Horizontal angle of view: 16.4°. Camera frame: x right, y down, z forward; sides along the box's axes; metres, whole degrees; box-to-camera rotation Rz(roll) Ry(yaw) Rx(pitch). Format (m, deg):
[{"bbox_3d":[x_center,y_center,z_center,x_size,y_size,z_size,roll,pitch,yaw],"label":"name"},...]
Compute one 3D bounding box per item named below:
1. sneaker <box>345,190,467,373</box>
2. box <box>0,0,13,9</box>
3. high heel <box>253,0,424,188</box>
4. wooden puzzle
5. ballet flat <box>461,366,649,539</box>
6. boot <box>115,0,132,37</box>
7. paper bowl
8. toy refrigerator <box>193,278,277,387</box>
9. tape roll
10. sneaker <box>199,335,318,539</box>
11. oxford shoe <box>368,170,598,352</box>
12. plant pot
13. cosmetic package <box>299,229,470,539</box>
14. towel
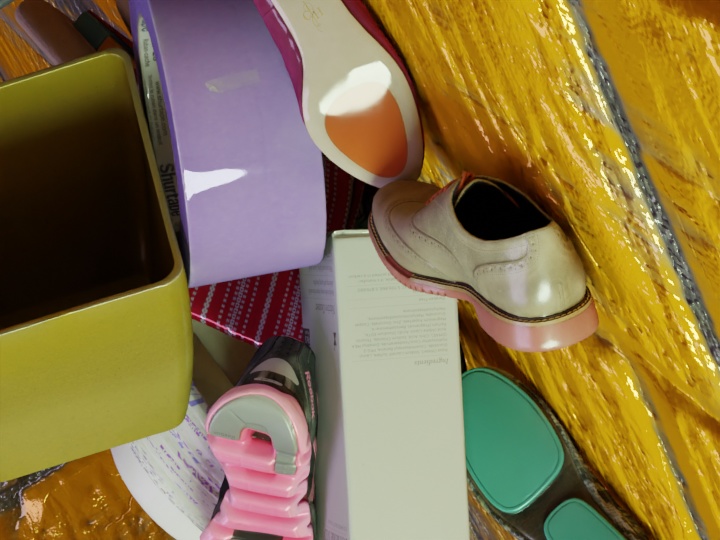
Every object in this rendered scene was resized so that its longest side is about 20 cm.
[{"bbox_3d":[0.000,0.000,1.636,0.200,0.074,0.088,52,164,29],"label":"sneaker"},{"bbox_3d":[-0.172,-0.235,1.426,0.105,0.181,0.200,58,170,-11],"label":"box"},{"bbox_3d":[-0.019,-0.140,1.401,0.096,0.067,0.201,-95,-20,-60],"label":"high heel"},{"bbox_3d":[-0.141,-0.123,1.826,0.199,0.037,0.185,28,-167,-44],"label":"wooden puzzle"},{"bbox_3d":[0.120,0.146,1.534,0.201,0.072,0.072,53,169,29],"label":"ballet flat"},{"bbox_3d":[-0.117,-0.168,1.717,0.176,0.066,0.200,58,173,12],"label":"boot"},{"bbox_3d":[-0.094,0.118,1.732,0.200,0.104,0.201,38,-157,-19],"label":"paper bowl"},{"bbox_3d":[-0.058,0.034,1.692,0.070,0.076,0.201,-46,73,33],"label":"toy refrigerator"},{"bbox_3d":[-0.082,-0.095,1.506,0.200,0.084,0.202,170,90,-82],"label":"tape roll"},{"bbox_3d":[-0.055,0.123,1.570,0.096,0.078,0.201,-74,-5,-47],"label":"sneaker"},{"bbox_3d":[0.062,-0.025,1.331,0.200,0.070,0.075,30,138,55],"label":"oxford shoe"},{"bbox_3d":[-0.201,0.015,1.556,0.177,0.198,0.201,74,179,-49],"label":"plant pot"},{"bbox_3d":[0.014,0.075,1.544,0.113,0.080,0.202,174,94,-77],"label":"cosmetic package"},{"bbox_3d":[-0.098,-0.037,1.648,0.199,0.146,0.022,22,-166,25],"label":"towel"}]
